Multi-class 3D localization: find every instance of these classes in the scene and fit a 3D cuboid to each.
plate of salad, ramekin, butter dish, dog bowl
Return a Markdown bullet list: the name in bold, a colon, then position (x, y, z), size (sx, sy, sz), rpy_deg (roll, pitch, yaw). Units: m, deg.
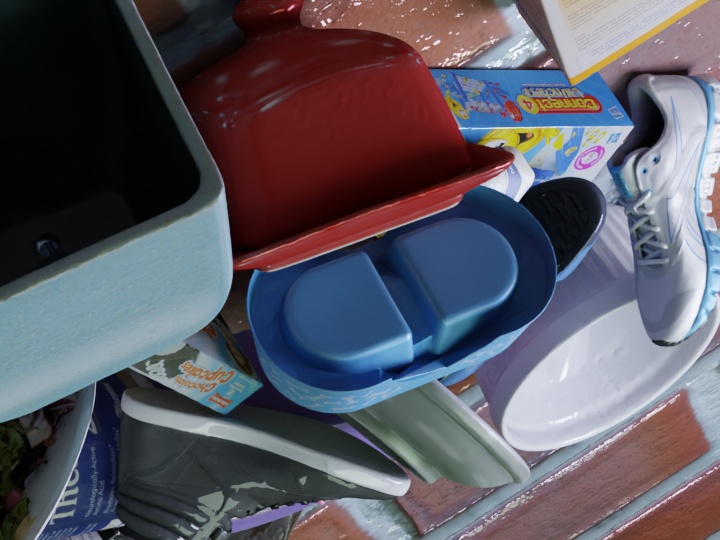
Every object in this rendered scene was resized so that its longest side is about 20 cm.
- **plate of salad**: position (-0.226, 0.122, 1.438), size (0.048, 0.201, 0.200), rpy_deg (34, 115, -26)
- **ramekin**: position (0.170, 0.038, 1.887), size (0.199, 0.105, 0.201), rpy_deg (-24, 151, -14)
- **butter dish**: position (-0.038, -0.093, 1.440), size (0.199, 0.149, 0.199), rpy_deg (-19, -167, -18)
- **dog bowl**: position (0.023, 0.020, 1.484), size (0.199, 0.112, 0.050), rpy_deg (-20, 154, -21)

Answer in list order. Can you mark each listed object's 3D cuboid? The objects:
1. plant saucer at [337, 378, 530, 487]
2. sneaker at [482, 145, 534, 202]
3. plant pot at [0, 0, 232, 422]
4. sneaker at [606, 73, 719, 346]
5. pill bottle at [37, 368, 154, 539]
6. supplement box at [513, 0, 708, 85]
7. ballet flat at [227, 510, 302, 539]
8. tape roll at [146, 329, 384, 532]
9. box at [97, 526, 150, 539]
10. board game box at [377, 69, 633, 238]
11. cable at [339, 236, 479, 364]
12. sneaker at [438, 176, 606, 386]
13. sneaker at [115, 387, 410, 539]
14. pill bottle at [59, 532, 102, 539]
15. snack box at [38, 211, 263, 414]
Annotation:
- **plant saucer**: position (0.020, 0.088, 1.591), size (0.050, 0.200, 0.200), rpy_deg (-51, 152, -5)
- **sneaker**: position (0.065, -0.003, 1.625), size (0.088, 0.075, 0.200), rpy_deg (-17, 149, -27)
- **plant pot**: position (-0.178, -0.029, 1.318), size (0.195, 0.197, 0.200), rpy_deg (-25, 153, -5)
- **sneaker**: position (0.210, -0.047, 1.746), size (0.086, 0.202, 0.075), rpy_deg (8, 171, -36)
- **pill bottle**: position (-0.233, 0.128, 1.614), size (0.199, 0.111, 0.111), rpy_deg (-8, 144, -38)
- **supplement box**: position (0.147, -0.215, 1.490), size (0.126, 0.074, 0.200), rpy_deg (-31, 152, -1)
- **ballet flat**: position (-0.070, 0.170, 1.891), size (0.201, 0.067, 0.046), rpy_deg (-56, -177, 16)
- **tape roll**: position (-0.073, 0.114, 1.739), size (0.199, 0.085, 0.200), rpy_deg (-19, 161, -7)
- **box**: position (-0.231, 0.266, 1.908), size (0.193, 0.048, 0.200), rpy_deg (-34, 153, 8)
- **board game box**: position (0.059, -0.051, 1.683), size (0.195, 0.056, 0.200), rpy_deg (-4, 141, -42)
- **cable**: position (0.000, 0.000, 1.566), size (0.050, 0.200, 0.097), rpy_deg (-55, 170, 19)
- **sneaker**: position (0.104, 0.005, 1.699), size (0.200, 0.066, 0.078), rpy_deg (-47, 160, 26)
- **sneaker**: position (-0.071, 0.147, 1.604), size (0.199, 0.071, 0.100), rpy_deg (14, 102, -11)
- **pill bottle**: position (-0.277, 0.216, 1.708), size (0.114, 0.114, 0.200), rpy_deg (-42, 150, 19)
- **snack box**: position (-0.143, 0.014, 1.518), size (0.037, 0.116, 0.200), rpy_deg (-38, 152, 10)
